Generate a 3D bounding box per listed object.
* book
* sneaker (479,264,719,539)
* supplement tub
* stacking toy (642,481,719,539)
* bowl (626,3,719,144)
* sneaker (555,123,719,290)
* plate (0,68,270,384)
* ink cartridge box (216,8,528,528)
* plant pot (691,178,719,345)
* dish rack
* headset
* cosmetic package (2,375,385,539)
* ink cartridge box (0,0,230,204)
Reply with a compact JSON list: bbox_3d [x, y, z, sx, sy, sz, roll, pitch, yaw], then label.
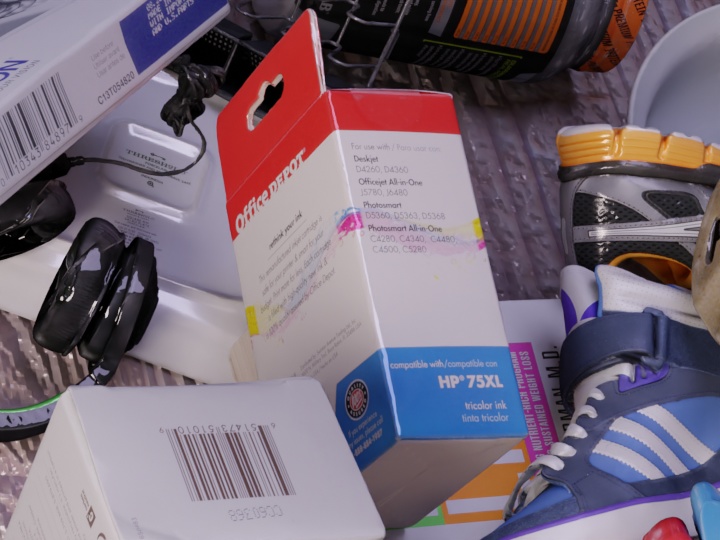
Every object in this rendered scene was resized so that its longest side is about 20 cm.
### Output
[{"bbox_3d":[0.050,0.083,1.300,0.199,0.048,0.134,-3,64,-29],"label":"book"},{"bbox_3d":[0.102,0.071,1.267,0.199,0.081,0.147,-14,64,-31],"label":"sneaker"},{"bbox_3d":[0.049,-0.169,1.507,0.199,0.123,0.123,9,44,-20],"label":"supplement tub"},{"bbox_3d":[0.078,0.174,1.167,0.199,0.110,0.117,-15,56,4],"label":"stacking toy"},{"bbox_3d":[0.224,-0.037,1.469,0.199,0.091,0.202,6,56,-9],"label":"bowl"},{"bbox_3d":[0.183,-0.019,1.359,0.199,0.078,0.078,9,86,-14],"label":"sneaker"},{"bbox_3d":[-0.104,-0.040,1.365,0.198,0.032,0.201,21,42,-8],"label":"plate"},{"bbox_3d":[0.000,0.000,1.215,0.067,0.116,0.201,0,66,-28],"label":"ink cartridge box"},{"bbox_3d":[0.257,0.010,1.262,0.183,0.200,0.201,27,38,-23],"label":"plant pot"},{"bbox_3d":[-0.029,-0.181,1.395,0.153,0.201,0.055,28,15,11],"label":"dish rack"},{"bbox_3d":[-0.136,-0.015,1.249,0.123,0.094,0.200,44,64,-1],"label":"headset"},{"bbox_3d":[-0.081,0.136,1.069,0.112,0.201,0.081,0,48,-30],"label":"cosmetic package"},{"bbox_3d":[-0.190,-0.086,1.269,0.199,0.041,0.200,-3,28,33],"label":"ink cartridge box"}]
